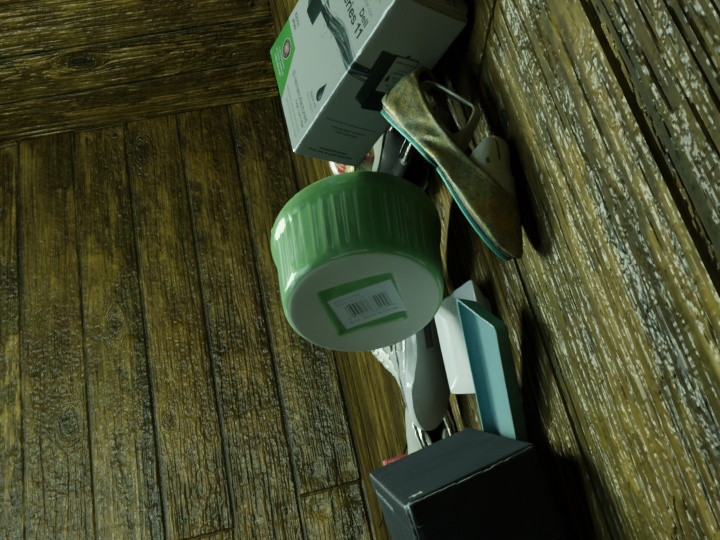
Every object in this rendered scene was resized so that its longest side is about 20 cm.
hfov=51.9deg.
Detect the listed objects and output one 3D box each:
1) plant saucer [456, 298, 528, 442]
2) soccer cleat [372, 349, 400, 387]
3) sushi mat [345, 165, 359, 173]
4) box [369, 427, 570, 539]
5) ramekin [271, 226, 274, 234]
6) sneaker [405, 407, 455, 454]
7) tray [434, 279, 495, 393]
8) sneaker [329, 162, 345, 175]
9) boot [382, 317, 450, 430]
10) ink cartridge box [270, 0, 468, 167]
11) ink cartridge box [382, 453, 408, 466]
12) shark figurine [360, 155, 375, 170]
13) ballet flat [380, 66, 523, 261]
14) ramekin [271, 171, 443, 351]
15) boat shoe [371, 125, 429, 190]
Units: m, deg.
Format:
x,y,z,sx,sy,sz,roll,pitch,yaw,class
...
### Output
x,y,z,sx,sy,sz,roll,pitch,yaw,class
0.127,0.122,0.676,0.070,0.019,0.205,41,150,61,plant saucer
0.044,0.127,1.201,0.071,0.084,0.203,88,168,-52,soccer cleat
-0.009,-0.204,0.882,0.096,0.012,0.206,-122,31,-75,sushi mat
0.105,0.260,0.648,0.200,0.121,0.201,135,113,-79,box
-0.037,-0.050,1.185,0.200,0.195,0.100,145,105,-82,ramekin
0.099,0.271,1.023,0.116,0.071,0.206,95,165,-75,sneaker
0.117,0.077,0.805,0.200,0.022,0.111,119,139,-79,tray
-0.039,-0.274,1.384,0.085,0.075,0.205,126,124,-73,sneaker
0.061,0.102,0.975,0.095,0.072,0.207,-4,89,54,boot
-0.001,-0.225,0.710,0.200,0.081,0.150,-47,47,42,ink cartridge box
0.100,0.405,1.164,0.200,0.081,0.149,-121,21,-70,ink cartridge box
0.023,-0.074,1.026,0.129,0.087,0.219,-71,-34,-55,shark figurine
0.085,-0.099,0.615,0.202,0.069,0.072,57,161,32,ballet flat
0.000,0.000,0.818,0.203,0.194,0.100,88,175,-50,ramekin
0.052,-0.118,0.860,0.060,0.074,0.202,36,151,19,boat shoe
